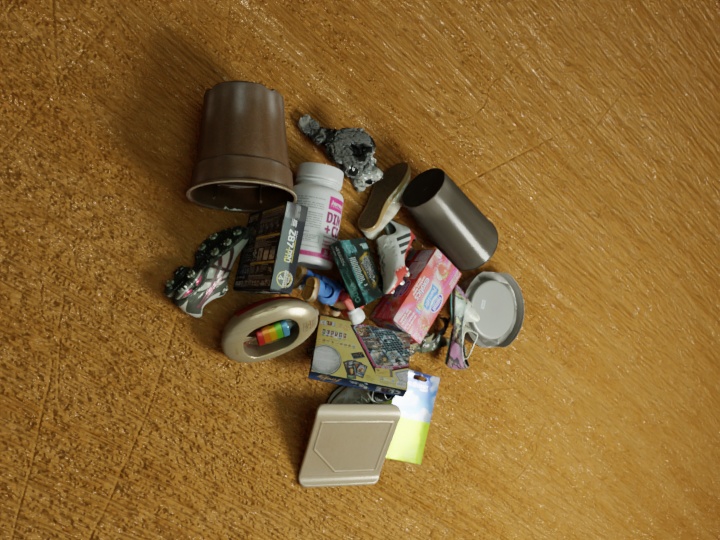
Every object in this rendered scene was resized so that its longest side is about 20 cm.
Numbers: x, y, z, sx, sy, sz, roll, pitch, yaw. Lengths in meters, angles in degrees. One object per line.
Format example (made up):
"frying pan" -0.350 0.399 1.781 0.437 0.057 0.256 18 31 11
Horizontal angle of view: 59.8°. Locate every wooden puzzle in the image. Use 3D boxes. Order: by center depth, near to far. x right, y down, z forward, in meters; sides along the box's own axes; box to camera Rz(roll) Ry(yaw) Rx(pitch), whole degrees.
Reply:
"wooden puzzle" -0.025 0.360 1.299 0.184 0.037 0.201 5 114 -22

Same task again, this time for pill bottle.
"pill bottle" -0.096 -0.109 1.269 0.113 0.113 0.201 13 82 -30

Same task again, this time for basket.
"basket" 0.194 -0.120 1.393 0.136 0.180 0.200 -39 124 11

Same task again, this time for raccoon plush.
"raccoon plush" -0.035 -0.258 1.350 0.097 0.134 0.200 -44 78 -8

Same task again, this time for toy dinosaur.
"toy dinosaur" 0.173 0.153 1.468 0.200 0.047 0.088 0 92 -36

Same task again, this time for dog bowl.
"dog bowl" 0.312 0.096 1.541 0.200 0.059 0.201 1 87 -31

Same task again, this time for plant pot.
"plant pot" -0.219 -0.229 1.165 0.200 0.200 0.199 4 78 -31

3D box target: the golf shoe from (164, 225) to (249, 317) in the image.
"golf shoe" -0.279 -0.003 1.192 0.200 0.077 0.088 -48 131 -20

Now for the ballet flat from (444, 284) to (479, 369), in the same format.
"ballet flat" 0.236 0.132 1.437 0.069 0.071 0.201 -26 121 -71

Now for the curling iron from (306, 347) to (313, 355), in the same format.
"curling iron" -0.023 0.166 1.356 0.199 0.026 0.050 -1 86 -31

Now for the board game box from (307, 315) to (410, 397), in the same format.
"board game box" 0.001 0.175 1.291 0.199 0.035 0.136 13 53 -6

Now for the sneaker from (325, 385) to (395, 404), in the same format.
"sneaker" 0.001 0.273 1.315 0.076 0.115 0.201 45 68 -22

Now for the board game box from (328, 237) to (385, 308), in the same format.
"board game box" 0.000 0.000 1.286 0.028 0.200 0.136 -24 88 15

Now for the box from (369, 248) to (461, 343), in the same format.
"box" 0.125 0.057 1.406 0.095 0.100 0.200 42 68 -23

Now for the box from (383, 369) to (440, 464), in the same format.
"box" 0.103 0.327 1.414 0.122 0.048 0.201 19 79 -29

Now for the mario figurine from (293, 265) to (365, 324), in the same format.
"mario figurine" -0.066 0.060 1.285 0.200 0.106 0.124 21 49 -51

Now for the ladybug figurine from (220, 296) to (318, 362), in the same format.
"ladybug figurine" -0.178 0.107 1.220 0.199 0.072 0.136 -16 133 -19

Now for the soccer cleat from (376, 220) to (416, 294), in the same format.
"soccer cleat" 0.066 -0.031 1.368 0.085 0.069 0.200 33 47 -15

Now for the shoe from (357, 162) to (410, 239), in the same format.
"shoe" 0.057 -0.156 1.398 0.200 0.070 0.053 -59 143 -19

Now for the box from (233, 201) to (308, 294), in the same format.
"box" -0.172 -0.037 1.172 0.049 0.200 0.162 13 81 -29
